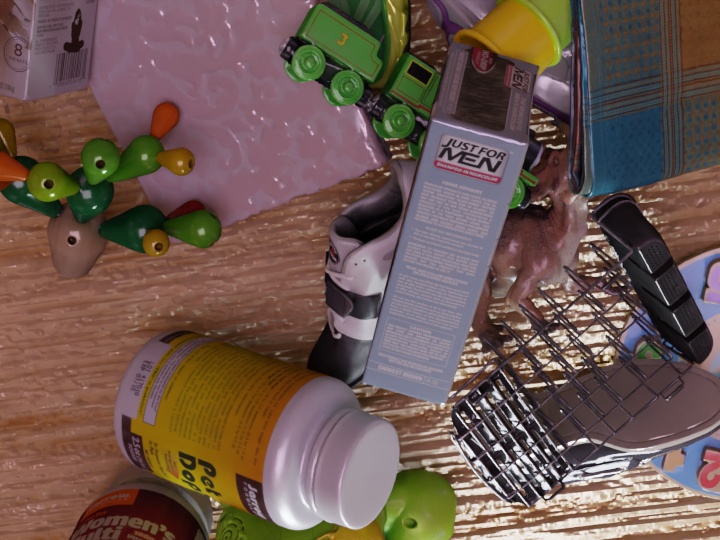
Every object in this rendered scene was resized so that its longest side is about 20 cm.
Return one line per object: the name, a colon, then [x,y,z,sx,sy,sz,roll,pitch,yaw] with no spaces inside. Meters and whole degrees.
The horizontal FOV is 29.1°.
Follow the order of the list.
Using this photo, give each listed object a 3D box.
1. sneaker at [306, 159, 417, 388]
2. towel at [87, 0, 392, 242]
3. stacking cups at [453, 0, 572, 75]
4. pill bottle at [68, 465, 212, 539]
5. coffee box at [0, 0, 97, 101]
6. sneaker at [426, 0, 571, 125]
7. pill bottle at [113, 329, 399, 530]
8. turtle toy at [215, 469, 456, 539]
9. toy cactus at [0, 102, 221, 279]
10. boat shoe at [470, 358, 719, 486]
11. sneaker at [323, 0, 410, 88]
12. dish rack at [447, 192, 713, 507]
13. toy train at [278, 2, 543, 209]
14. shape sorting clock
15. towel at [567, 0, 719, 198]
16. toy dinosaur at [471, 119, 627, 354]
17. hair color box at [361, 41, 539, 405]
sneaker: [0.000,0.000,0.995,0.088,0.074,0.201,19,115,-32]
towel: [-0.095,-0.132,0.971,0.198,0.032,0.193,-17,108,28]
stacking cups: [0.151,-0.190,0.906,0.199,0.060,0.061,-41,104,-15]
pill bottle: [-0.171,0.227,1.033,0.108,0.200,0.111,1,109,4]
coffee box: [-0.238,-0.230,0.935,0.113,0.080,0.203,17,110,19]
sneaker: [0.136,-0.159,0.964,0.199,0.075,0.100,33,85,-5]
pill bottle: [-0.074,0.117,0.999,0.198,0.109,0.111,15,112,31]
turtle toy: [-0.021,0.197,1.056,0.197,0.146,0.102,-19,130,-5]
toy cactus: [-0.198,-0.054,0.987,0.197,0.104,0.165,12,149,-12]
boat shoe: [0.181,0.119,1.035,0.197,0.074,0.063,-15,142,22]
sneaker: [-0.009,-0.222,0.940,0.082,0.074,0.203,-4,108,1]
dish rack: [0.146,0.064,0.946,0.199,0.055,0.154,-41,130,-3]
toy train: [0.038,-0.107,0.913,0.198,0.042,0.057,31,88,-14]
shape sorting clock: [0.288,0.079,1.036,0.197,0.039,0.203,1,109,3]
towel: [0.213,-0.136,0.921,0.198,0.022,0.149,-15,110,-32]
toy dinosaur: [0.105,-0.023,0.998,0.198,0.086,0.137,-19,96,28]
hair color box: [0.055,-0.027,0.868,0.060,0.100,0.202,15,126,1]
